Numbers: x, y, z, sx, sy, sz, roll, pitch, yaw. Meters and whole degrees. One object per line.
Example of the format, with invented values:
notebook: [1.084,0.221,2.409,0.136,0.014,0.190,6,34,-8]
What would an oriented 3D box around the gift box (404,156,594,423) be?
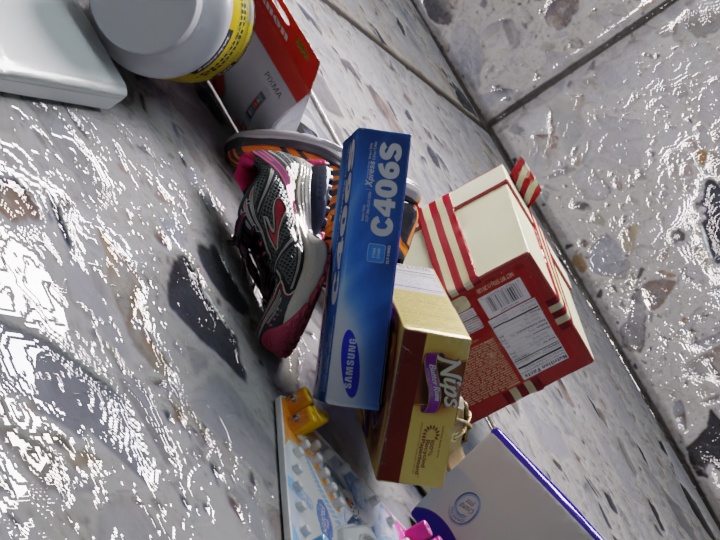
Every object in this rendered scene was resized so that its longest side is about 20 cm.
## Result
gift box: [0.122,0.007,1.525,0.188,0.183,0.201,-100,163,-57]

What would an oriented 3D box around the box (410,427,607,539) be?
box: [0.164,0.256,1.203,0.200,0.105,0.184,46,0,-37]

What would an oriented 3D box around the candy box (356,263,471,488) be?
candy box: [0.035,0.075,1.159,0.056,0.118,0.200,9,13,-6]

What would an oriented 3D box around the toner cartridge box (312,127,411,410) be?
toner cartridge box: [0.000,0.000,1.125,0.095,0.043,0.203,158,-61,-83]

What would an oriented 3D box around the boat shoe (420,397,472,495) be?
boat shoe: [0.061,0.129,1.299,0.201,0.066,0.074,58,14,0]

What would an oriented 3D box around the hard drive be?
hard drive: [-0.237,-0.176,1.014,0.133,0.026,0.200,59,14,6]

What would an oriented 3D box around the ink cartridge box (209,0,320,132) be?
ink cartridge box: [-0.104,-0.201,1.317,0.163,0.050,0.200,59,-13,7]

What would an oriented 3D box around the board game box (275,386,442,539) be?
board game box: [0.012,0.203,1.049,0.200,0.026,0.201,50,15,-28]

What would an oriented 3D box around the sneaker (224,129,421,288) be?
sneaker: [-0.036,-0.049,1.332,0.198,0.077,0.114,18,74,-23]

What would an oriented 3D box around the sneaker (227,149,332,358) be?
sneaker: [-0.068,-0.014,1.176,0.074,0.081,0.202,14,41,-14]

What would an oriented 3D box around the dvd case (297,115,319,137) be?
dvd case: [-0.055,-0.095,1.481,0.150,0.025,0.202,33,27,-59]

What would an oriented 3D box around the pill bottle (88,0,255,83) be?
pill bottle: [-0.148,-0.205,1.166,0.113,0.111,0.200,56,7,-3]
